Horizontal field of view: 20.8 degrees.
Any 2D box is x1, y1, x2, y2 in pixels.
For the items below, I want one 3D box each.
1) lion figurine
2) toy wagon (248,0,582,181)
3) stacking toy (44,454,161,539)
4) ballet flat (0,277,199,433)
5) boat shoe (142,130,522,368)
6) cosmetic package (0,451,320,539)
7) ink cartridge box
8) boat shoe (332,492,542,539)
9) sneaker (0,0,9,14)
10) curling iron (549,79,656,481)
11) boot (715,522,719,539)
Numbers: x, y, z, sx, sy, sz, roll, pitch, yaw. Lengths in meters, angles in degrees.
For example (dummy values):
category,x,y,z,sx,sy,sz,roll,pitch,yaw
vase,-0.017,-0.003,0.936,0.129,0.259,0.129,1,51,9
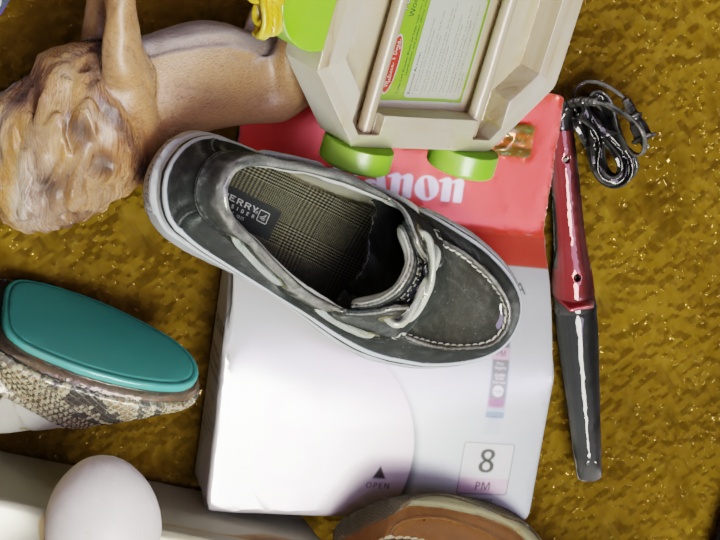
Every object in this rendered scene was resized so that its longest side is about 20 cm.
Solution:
category,x,y,z,sx,sy,sz,roll,pitch,yaw
lion figurine,-0.070,-0.086,0.840,0.199,0.073,0.123,-12,124,-20
toy wagon,0.023,-0.117,0.831,0.199,0.039,0.156,-1,114,-45
stacking toy,-0.100,0.177,0.810,0.145,0.146,0.202,-1,93,-20
ballet flat,-0.170,0.029,0.850,0.199,0.068,0.075,26,116,-19
boat shoe,0.000,0.000,0.835,0.199,0.071,0.073,20,90,-34
cosmetic package,-0.121,0.149,0.888,0.199,0.071,0.106,13,101,-23
ink cartridge box,0.014,0.015,0.910,0.161,0.057,0.202,4,108,-17
boat shoe,0.067,0.171,0.934,0.075,0.074,0.200,-31,134,27
sneaker,-0.139,-0.147,0.759,0.080,0.146,0.200,38,89,-25
curling iron,0.113,0.008,0.956,0.049,0.026,0.202,7,105,21
boot,0.263,0.210,1.069,0.199,0.068,0.190,12,93,-30
